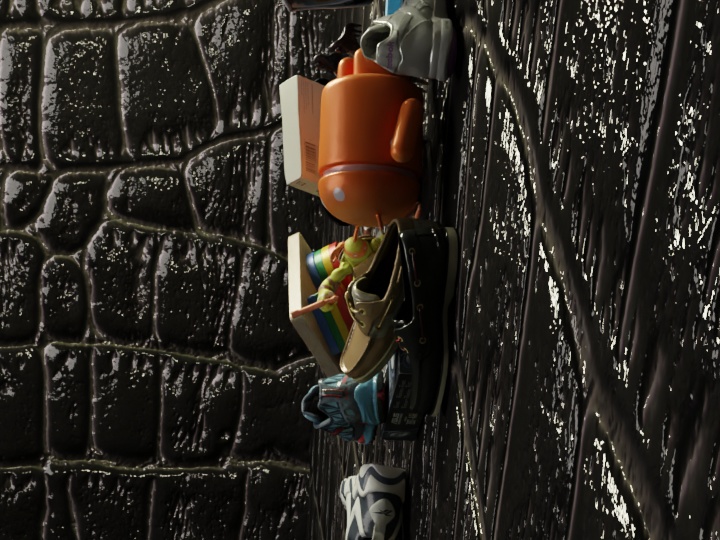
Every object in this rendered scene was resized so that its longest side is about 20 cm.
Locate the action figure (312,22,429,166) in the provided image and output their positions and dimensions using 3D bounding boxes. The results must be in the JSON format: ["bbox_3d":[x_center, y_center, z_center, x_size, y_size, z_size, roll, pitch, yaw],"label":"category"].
[{"bbox_3d":[0.033,-0.195,1.629,0.201,0.101,0.119,56,140,17],"label":"action figure"}]

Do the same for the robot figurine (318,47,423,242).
[{"bbox_3d":[0.012,-0.136,1.504,0.116,0.142,0.203,23,-113,-64],"label":"robot figurine"}]

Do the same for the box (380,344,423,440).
[{"bbox_3d":[0.053,0.086,1.601,0.201,0.043,0.162,101,170,-62],"label":"box"}]

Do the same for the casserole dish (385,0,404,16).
[{"bbox_3d":[0.058,-0.325,1.736,0.200,0.038,0.123,-137,49,-84],"label":"casserole dish"}]

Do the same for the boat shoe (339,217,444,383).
[{"bbox_3d":[0.019,0.028,1.485,0.202,0.066,0.074,-64,31,18],"label":"boat shoe"}]

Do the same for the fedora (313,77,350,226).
[{"bbox_3d":[-0.005,-0.161,1.838,0.200,0.091,0.203,-6,-90,-69],"label":"fedora"}]

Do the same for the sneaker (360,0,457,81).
[{"bbox_3d":[0.048,-0.259,1.477,0.200,0.098,0.076,-96,9,-66],"label":"sneaker"}]

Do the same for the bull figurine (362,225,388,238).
[{"bbox_3d":[0.026,-0.015,1.833,0.200,0.064,0.123,106,167,-67],"label":"bull figurine"}]

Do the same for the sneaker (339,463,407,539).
[{"bbox_3d":[0.012,0.332,1.769,0.199,0.079,0.131,128,153,-65],"label":"sneaker"}]

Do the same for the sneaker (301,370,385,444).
[{"bbox_3d":[-0.024,0.157,1.661,0.200,0.094,0.080,106,166,-71],"label":"sneaker"}]

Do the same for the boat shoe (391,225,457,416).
[{"bbox_3d":[0.061,0.053,1.424,0.074,0.062,0.204,-115,25,-69],"label":"boat shoe"}]

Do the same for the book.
[{"bbox_3d":[-0.012,-0.142,1.691,0.048,0.199,0.135,-22,62,38],"label":"book"}]

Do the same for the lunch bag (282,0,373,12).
[{"bbox_3d":[-0.012,-0.384,1.626,0.128,0.199,0.170,51,-170,-21],"label":"lunch bag"}]

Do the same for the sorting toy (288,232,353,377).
[{"bbox_3d":[-0.023,0.065,1.912,0.200,0.069,0.201,58,-165,-31],"label":"sorting toy"}]

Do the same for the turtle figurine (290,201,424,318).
[{"bbox_3d":[0.000,0.000,1.655,0.064,0.200,0.161,44,174,25],"label":"turtle figurine"}]
